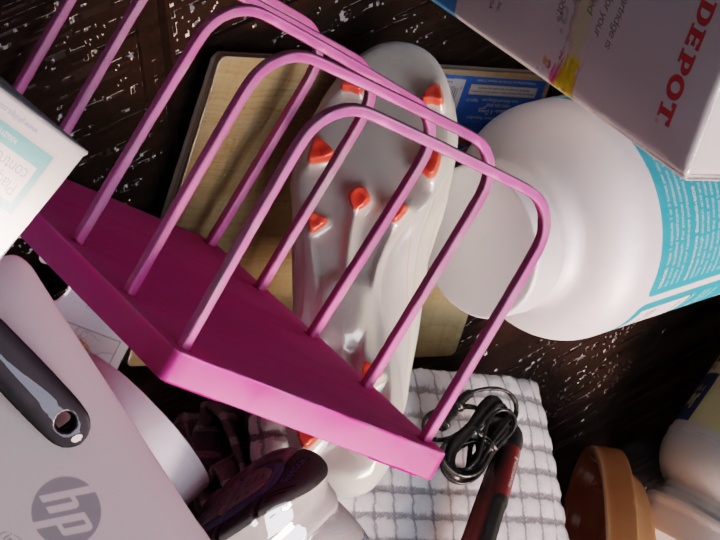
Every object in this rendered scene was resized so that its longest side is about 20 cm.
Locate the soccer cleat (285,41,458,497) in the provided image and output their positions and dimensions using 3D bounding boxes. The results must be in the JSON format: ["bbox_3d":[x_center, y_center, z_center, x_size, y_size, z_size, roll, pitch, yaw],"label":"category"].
[{"bbox_3d":[0.000,0.000,1.252,0.078,0.069,0.200,84,14,-78],"label":"soccer cleat"}]

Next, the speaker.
[{"bbox_3d":[-0.156,0.127,1.177,0.200,0.081,0.081,-45,139,-16],"label":"speaker"}]

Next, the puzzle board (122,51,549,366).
[{"bbox_3d":[-0.011,-0.028,1.309,0.200,0.017,0.151,-1,118,-41],"label":"puzzle board"}]

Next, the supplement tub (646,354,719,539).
[{"bbox_3d":[0.247,0.085,1.500,0.200,0.145,0.145,-54,139,-8],"label":"supplement tub"}]

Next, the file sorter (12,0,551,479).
[{"bbox_3d":[-0.040,-0.034,1.128,0.139,0.200,0.126,24,101,-39],"label":"file sorter"}]

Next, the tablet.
[{"bbox_3d":[-0.135,0.108,1.138,0.130,0.200,0.014,-33,-179,-17],"label":"tablet"}]

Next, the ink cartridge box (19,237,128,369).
[{"bbox_3d":[-0.191,0.062,1.202,0.162,0.057,0.200,24,91,-47],"label":"ink cartridge box"}]

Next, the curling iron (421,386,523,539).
[{"bbox_3d":[0.034,0.143,1.282,0.049,0.026,0.200,21,67,-14],"label":"curling iron"}]

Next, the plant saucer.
[{"bbox_3d":[0.121,0.190,1.456,0.032,0.200,0.201,5,121,-4],"label":"plant saucer"}]

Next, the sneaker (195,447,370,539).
[{"bbox_3d":[-0.075,0.159,1.213,0.200,0.075,0.087,-34,105,24],"label":"sneaker"}]

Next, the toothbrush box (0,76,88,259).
[{"bbox_3d":[-0.208,-0.082,0.959,0.085,0.200,0.146,-51,138,1],"label":"toothbrush box"}]

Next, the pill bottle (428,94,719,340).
[{"bbox_3d":[0.119,-0.031,1.327,0.200,0.111,0.111,-15,128,-45],"label":"pill bottle"}]

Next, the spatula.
[{"bbox_3d":[-0.175,-0.004,1.114,0.057,0.021,0.200,-43,102,-7],"label":"spatula"}]

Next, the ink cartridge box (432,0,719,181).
[{"bbox_3d":[0.147,-0.145,1.222,0.146,0.200,0.147,1,119,-41],"label":"ink cartridge box"}]

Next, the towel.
[{"bbox_3d":[0.009,0.133,1.335,0.200,0.086,0.166,4,74,-43],"label":"towel"}]
